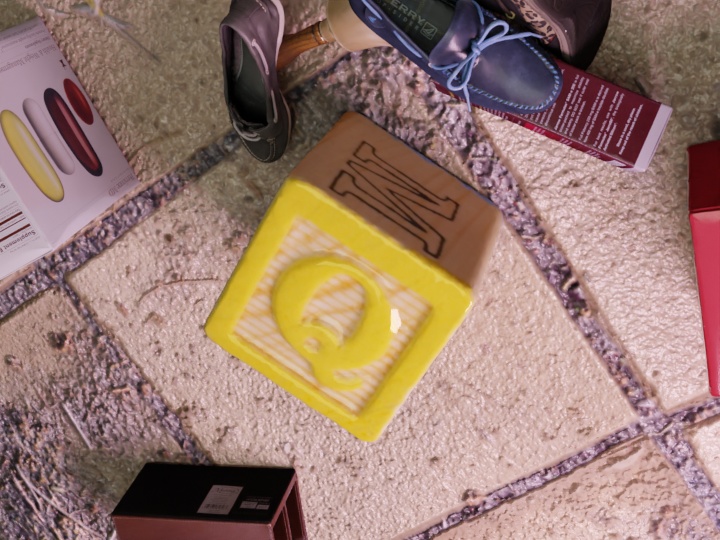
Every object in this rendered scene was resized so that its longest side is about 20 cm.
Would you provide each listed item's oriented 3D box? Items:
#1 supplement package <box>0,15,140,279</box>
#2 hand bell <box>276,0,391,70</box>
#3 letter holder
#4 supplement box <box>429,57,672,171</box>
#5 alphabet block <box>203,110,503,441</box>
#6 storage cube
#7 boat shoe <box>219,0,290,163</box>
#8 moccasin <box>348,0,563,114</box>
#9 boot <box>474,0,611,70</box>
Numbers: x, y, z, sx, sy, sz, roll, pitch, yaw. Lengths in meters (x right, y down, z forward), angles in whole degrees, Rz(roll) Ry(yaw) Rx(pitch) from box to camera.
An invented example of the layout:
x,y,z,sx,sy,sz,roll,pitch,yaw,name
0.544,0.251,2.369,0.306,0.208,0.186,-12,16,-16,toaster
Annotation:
x,y,z,sx,sy,sz,roll,pitch,yaw,name
-0.363,-0.114,1.046,0.146,0.192,0.201,-23,107,24,supplement package
-0.041,-0.219,0.983,0.198,0.104,0.105,-16,109,34,hand bell
-0.172,0.319,1.243,0.197,0.101,0.144,-1,116,16,letter holder
0.164,-0.152,0.924,0.198,0.109,0.062,23,98,4,supplement box
0.000,0.000,0.993,0.195,0.200,0.196,31,118,0,alphabet block
0.379,-0.015,0.897,0.178,0.171,0.202,-7,112,20,storage cube
-0.106,-0.172,0.990,0.066,0.057,0.201,24,142,18,boat shoe
0.070,-0.183,0.844,0.198,0.068,0.081,26,97,5,moccasin
0.123,-0.240,0.889,0.150,0.199,0.074,26,95,28,boot
